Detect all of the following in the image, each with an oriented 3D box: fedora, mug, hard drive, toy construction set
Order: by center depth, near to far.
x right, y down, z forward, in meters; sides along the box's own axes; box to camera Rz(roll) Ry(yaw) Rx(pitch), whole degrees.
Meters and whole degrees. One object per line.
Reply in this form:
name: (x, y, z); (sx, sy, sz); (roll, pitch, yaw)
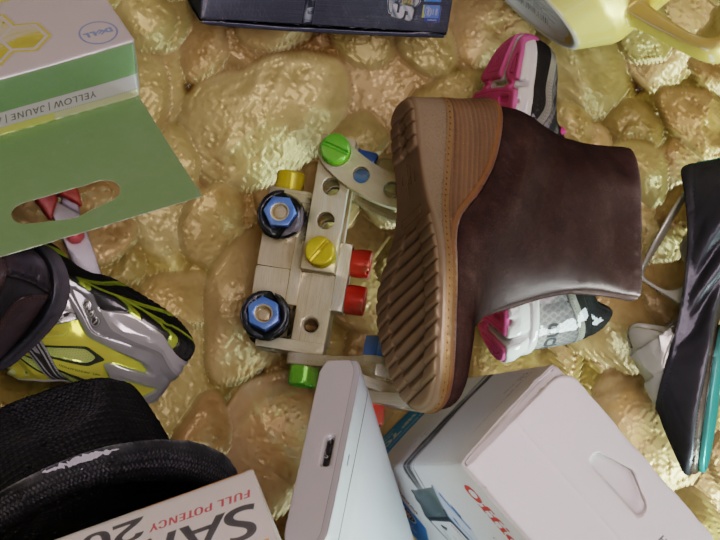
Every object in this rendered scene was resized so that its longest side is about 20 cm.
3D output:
fedora: (-0.171, 0.125, 1.511); (0.200, 0.201, 0.092); (-14, 59, -17)
hard drive: (0.001, 0.166, 1.516); (0.027, 0.200, 0.132); (-2, 46, 14)
toy construction set: (0.000, 0.000, 1.586); (0.131, 0.092, 0.200); (8, 66, 4)
mug: (0.160, -0.213, 1.619); (0.153, 0.187, 0.149); (-47, 120, -6)

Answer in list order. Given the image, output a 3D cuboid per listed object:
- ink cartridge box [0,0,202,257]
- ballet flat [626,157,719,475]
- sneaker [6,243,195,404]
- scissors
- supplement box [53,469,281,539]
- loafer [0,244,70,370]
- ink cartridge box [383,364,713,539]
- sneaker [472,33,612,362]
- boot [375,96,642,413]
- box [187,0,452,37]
ink cartridge box: (-0.191, -0.094, 1.503); (0.145, 0.200, 0.048); (-17, 130, -17)
ballet flat: (0.203, 0.025, 1.669); (0.073, 0.073, 0.200); (13, 88, -15)
sneaker: (-0.197, 0.021, 1.547); (0.200, 0.075, 0.076); (32, 98, -3)
scissors: (-0.168, -0.035, 1.588); (0.073, 0.014, 0.200); (-36, 95, -15)
supplement box: (-0.095, 0.189, 1.480); (0.126, 0.200, 0.074); (-19, 68, -4)
loafer: (-0.246, 0.056, 1.491); (0.200, 0.063, 0.072); (-47, 61, 17)
ink cartridge box: (0.098, 0.138, 1.554); (0.086, 0.200, 0.146); (-43, 97, -15)
sneaker: (0.117, -0.044, 1.643); (0.087, 0.074, 0.200); (0, 87, -20)
boot: (0.095, -0.002, 1.533); (0.166, 0.072, 0.200); (14, 63, -28)
box: (-0.014, -0.242, 1.589); (0.157, 0.051, 0.200); (3, 111, -15)
